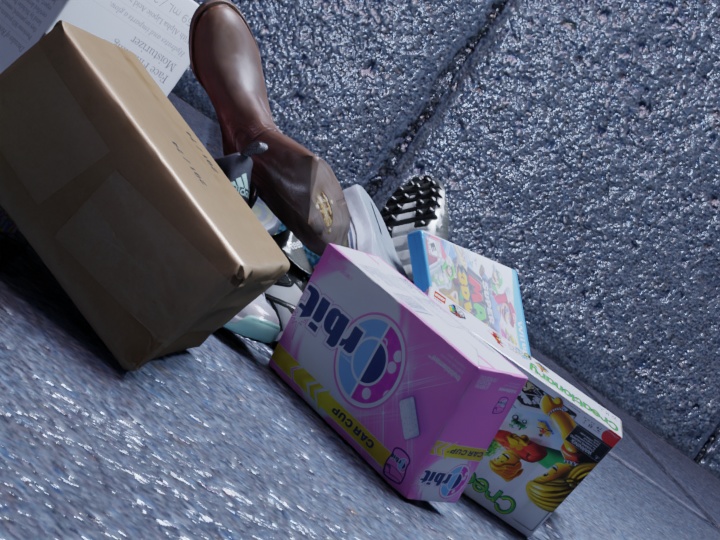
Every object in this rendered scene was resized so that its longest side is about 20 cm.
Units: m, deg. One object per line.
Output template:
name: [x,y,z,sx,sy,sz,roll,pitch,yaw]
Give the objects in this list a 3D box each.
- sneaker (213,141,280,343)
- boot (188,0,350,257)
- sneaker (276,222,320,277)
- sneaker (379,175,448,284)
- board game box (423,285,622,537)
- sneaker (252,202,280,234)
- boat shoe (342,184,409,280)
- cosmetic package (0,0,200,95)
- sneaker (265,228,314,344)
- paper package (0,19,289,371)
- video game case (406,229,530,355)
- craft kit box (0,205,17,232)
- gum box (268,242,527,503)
sneaker: [-0.110,-0.040,1.239,0.200,0.140,0.078,38,6,33]
boot: [-0.075,-0.122,1.283,0.200,0.064,0.187,47,-24,54]
sneaker: [-0.019,0.026,1.465,0.131,0.079,0.201,52,17,-55]
sneaker: [0.052,0.004,1.409,0.091,0.066,0.201,60,30,-43]
board game box: [0.100,0.119,1.244,0.199,0.126,0.035,34,24,-8]
sneaker: [-0.157,-0.077,1.387,0.199,0.081,0.074,20,28,-28]
boat shoe: [0.000,0.000,1.323,0.072,0.062,0.200,49,14,-31]
cosmetic package: [-0.289,-0.237,1.515,0.165,0.201,0.165,30,7,-46]
sneaker: [-0.067,0.013,1.319,0.199,0.091,0.066,36,6,3]
paper package: [-0.152,-0.046,0.989,0.200,0.103,0.191,52,6,3]
video game case: [0.106,0.051,1.368,0.200,0.018,0.144,20,58,-58]
craft kit box: [-0.321,-0.099,0.955,0.197,0.049,0.200,34,5,8]
gum box: [0.021,0.074,1.165,0.066,0.114,0.200,15,19,-47]
